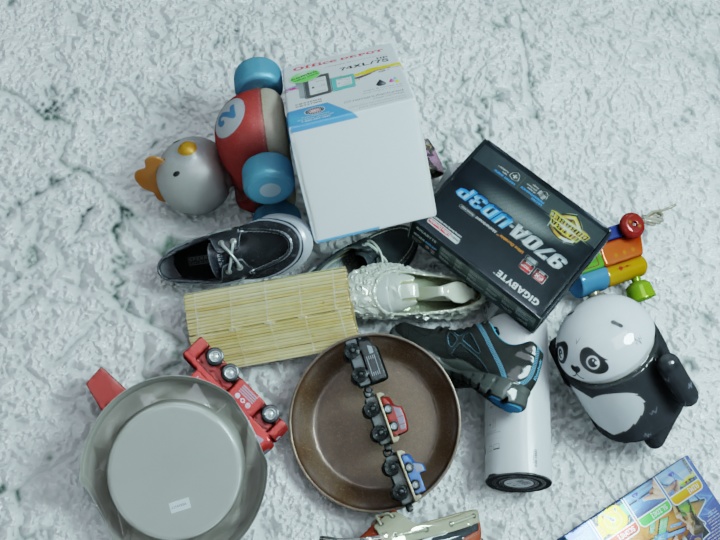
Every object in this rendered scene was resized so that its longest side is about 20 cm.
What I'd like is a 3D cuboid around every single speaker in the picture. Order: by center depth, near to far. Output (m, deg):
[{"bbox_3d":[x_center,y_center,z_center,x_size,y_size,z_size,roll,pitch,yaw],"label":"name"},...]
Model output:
[{"bbox_3d":[0.186,0.155,1.288,0.080,0.081,0.203,7,63,-8],"label":"speaker"}]

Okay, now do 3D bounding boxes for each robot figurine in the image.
[{"bbox_3d":[0.309,0.123,1.278,0.149,0.201,0.126,-24,32,17],"label":"robot figurine"}]

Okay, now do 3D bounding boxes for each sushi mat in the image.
[{"bbox_3d":[-0.104,0.058,1.261,0.197,0.012,0.097,-10,98,1],"label":"sushi mat"}]

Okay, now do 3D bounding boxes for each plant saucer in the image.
[{"bbox_3d":[0.017,0.175,1.241,0.197,0.037,0.204,-1,80,5],"label":"plant saucer"}]

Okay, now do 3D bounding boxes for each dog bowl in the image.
[{"bbox_3d":[-0.198,0.213,1.159,0.197,0.059,0.203,0,87,-6],"label":"dog bowl"}]

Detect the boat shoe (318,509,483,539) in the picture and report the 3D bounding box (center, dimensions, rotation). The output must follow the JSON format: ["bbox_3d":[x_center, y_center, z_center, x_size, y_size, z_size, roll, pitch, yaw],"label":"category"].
[{"bbox_3d":[0.043,0.297,1.194,0.197,0.071,0.064,4,79,-17],"label":"boat shoe"}]

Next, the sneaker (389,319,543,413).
[{"bbox_3d":[0.124,0.097,1.273,0.198,0.073,0.083,23,76,32],"label":"sneaker"}]

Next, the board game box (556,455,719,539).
[{"bbox_3d":[0.344,0.325,1.267,0.198,0.035,0.136,-25,73,-21],"label":"board game box"}]

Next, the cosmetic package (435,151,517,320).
[{"bbox_3d":[0.179,-0.045,1.386,0.100,0.074,0.202,-13,70,-18],"label":"cosmetic package"}]

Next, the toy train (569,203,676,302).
[{"bbox_3d":[0.355,-0.011,1.406,0.197,0.085,0.117,-16,80,-19],"label":"toy train"}]

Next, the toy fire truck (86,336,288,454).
[{"bbox_3d":[-0.195,0.156,1.219,0.200,0.049,0.141,45,77,2],"label":"toy fire truck"}]

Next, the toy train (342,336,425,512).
[{"bbox_3d":[0.030,0.169,1.208,0.045,0.034,0.203,-17,77,-11],"label":"toy train"}]

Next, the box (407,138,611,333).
[{"bbox_3d":[0.181,-0.045,1.315,0.199,0.046,0.159,39,66,13],"label":"box"}]

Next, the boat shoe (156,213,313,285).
[{"bbox_3d":[-0.149,-0.019,1.245,0.068,0.197,0.073,-26,107,-59],"label":"boat shoe"}]

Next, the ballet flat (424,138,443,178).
[{"bbox_3d":[0.033,-0.101,1.387,0.199,0.069,0.071,-34,79,-28],"label":"ballet flat"}]

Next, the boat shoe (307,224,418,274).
[{"bbox_3d":[0.000,0.000,1.332,0.199,0.060,0.076,-39,78,-25],"label":"boat shoe"}]

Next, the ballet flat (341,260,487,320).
[{"bbox_3d":[0.070,0.024,1.304,0.197,0.072,0.073,1,64,-29],"label":"ballet flat"}]

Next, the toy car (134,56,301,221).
[{"bbox_3d":[-0.179,-0.130,1.306,0.197,0.178,0.186,-9,56,-2],"label":"toy car"}]

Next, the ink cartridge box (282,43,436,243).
[{"bbox_3d":[-0.006,-0.154,1.268,0.145,0.148,0.201,-13,29,0],"label":"ink cartridge box"}]
